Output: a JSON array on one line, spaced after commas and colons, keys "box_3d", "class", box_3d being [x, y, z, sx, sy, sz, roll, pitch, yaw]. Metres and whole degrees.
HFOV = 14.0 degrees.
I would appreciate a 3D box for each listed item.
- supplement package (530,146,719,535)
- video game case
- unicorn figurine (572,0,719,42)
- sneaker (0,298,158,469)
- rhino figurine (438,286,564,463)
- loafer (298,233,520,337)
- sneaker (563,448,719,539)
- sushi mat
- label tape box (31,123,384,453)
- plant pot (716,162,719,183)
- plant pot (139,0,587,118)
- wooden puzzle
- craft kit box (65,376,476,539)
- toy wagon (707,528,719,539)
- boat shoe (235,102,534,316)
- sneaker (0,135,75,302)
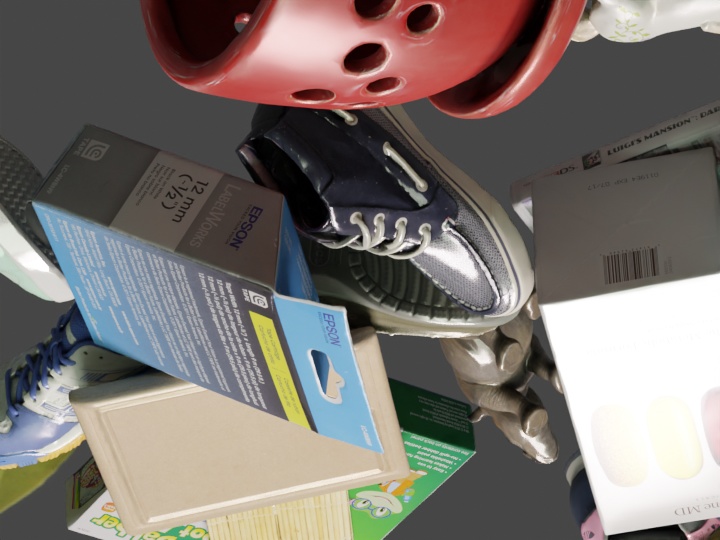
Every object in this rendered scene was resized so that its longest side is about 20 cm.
[{"box_3d": [0.176, 0.044, 1.733, 0.113, 0.110, 0.201, -11, 132, 10], "class": "supplement package"}, {"box_3d": [0.212, -0.025, 1.783, 0.181, 0.023, 0.200, -22, 140, 18], "class": "video game case"}, {"box_3d": [0.188, -0.153, 1.578, 0.199, 0.074, 0.138, 7, 145, 28], "class": "unicorn figurine"}, {"box_3d": [-0.171, 0.050, 1.784, 0.199, 0.076, 0.088, -25, 143, 7], "class": "sneaker"}, {"box_3d": [0.089, 0.058, 1.828, 0.060, 0.087, 0.200, -43, 145, -17], "class": "rhino figurine"}, {"box_3d": [0.000, 0.000, 1.741, 0.199, 0.076, 0.070, 10, 160, 8], "class": "loafer"}, {"box_3d": [0.239, 0.148, 1.952, 0.199, 0.082, 0.070, -12, 139, 7], "class": "sneaker"}, {"box_3d": [-0.057, 0.130, 1.878, 0.095, 0.012, 0.200, -6, 142, 0], "class": "sushi mat"}, {"box_3d": [-0.071, 0.011, 1.632, 0.199, 0.066, 0.144, 19, 151, 23], "class": "label tape box"}, {"box_3d": [0.302, 0.030, 1.662, 0.141, 0.142, 0.201, -20, 129, -7], "class": "plant pot"}, {"box_3d": [0.010, -0.174, 1.433, 0.182, 0.201, 0.201, 7, 140, -25], "class": "plant pot"}, {"box_3d": [-0.070, 0.094, 1.786, 0.184, 0.037, 0.200, -12, 151, 1], "class": "wooden puzzle"}, {"box_3d": [-0.060, 0.128, 1.920, 0.199, 0.049, 0.198, 19, 138, -28], "class": "craft kit box"}, {"box_3d": [0.222, 0.200, 2.000, 0.199, 0.040, 0.155, -17, -174, -42], "class": "toy wagon"}, {"box_3d": [0.010, -0.030, 1.633, 0.200, 0.093, 0.075, 48, 139, -14], "class": "boat shoe"}, {"box_3d": [-0.254, -0.031, 1.668, 0.118, 0.074, 0.200, -32, 127, 22], "class": "sneaker"}]
